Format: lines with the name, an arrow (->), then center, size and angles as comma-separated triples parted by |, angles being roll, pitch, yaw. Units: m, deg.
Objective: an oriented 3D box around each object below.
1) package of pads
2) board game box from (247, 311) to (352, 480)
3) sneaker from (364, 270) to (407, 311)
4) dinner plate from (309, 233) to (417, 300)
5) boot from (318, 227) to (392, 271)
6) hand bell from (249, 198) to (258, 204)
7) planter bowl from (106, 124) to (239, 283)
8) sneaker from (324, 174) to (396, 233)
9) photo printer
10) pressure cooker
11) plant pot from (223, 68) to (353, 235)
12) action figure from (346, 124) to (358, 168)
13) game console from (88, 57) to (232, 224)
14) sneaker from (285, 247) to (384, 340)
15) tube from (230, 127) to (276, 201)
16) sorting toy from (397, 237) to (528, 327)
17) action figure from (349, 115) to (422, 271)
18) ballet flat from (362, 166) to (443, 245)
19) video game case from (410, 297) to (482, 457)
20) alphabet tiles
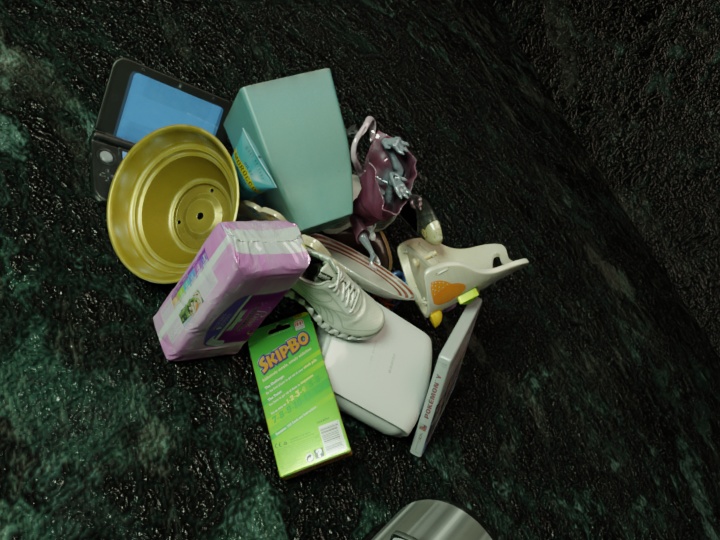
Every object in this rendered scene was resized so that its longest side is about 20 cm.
package of pads -> -0.157, 0.025, 0.811 | 0.118, 0.200, 0.077 | -2, 53, -46
board game box -> -0.084, 0.158, 0.871 | 0.030, 0.093, 0.205 | 81, -10, -63
sneaker -> 0.026, 0.054, 1.107 | 0.075, 0.078, 0.201 | 43, 33, -5
dinner plate -> 0.000, 0.000, 1.040 | 0.196, 0.025, 0.200 | 28, 10, -5
boot -> -0.046, -0.055, 1.167 | 0.164, 0.072, 0.203 | -26, 78, -44
hand bell -> -0.128, -0.076, 1.078 | 0.204, 0.103, 0.104 | 61, 33, -4
planter bowl -> -0.230, -0.080, 0.880 | 0.204, 0.198, 0.083 | 58, 10, 17
sneaker -> -0.030, -0.121, 1.133 | 0.196, 0.078, 0.101 | 4, 47, -46
photo printer -> 0.020, 0.139, 0.982 | 0.197, 0.069, 0.170 | 33, 60, -23
pressure cooker -> 0.062, 0.371, 0.737 | 0.179, 0.178, 0.198 | 57, 33, 10
plant pot -> -0.093, -0.157, 0.972 | 0.138, 0.141, 0.206 | -19, 88, -24
action figure -> -0.100, -0.209, 1.209 | 0.193, 0.102, 0.123 | -6, 85, -7
game console -> -0.273, -0.172, 0.954 | 0.196, 0.116, 0.180 | 14, 45, -40
sneaker -> -0.041, 0.027, 0.887 | 0.197, 0.080, 0.077 | 33, 57, -21
tube -> -0.149, -0.127, 0.876 | 0.050, 0.199, 0.078 | -38, 99, -18
sorting toy -> 0.169, 0.001, 1.067 | 0.200, 0.175, 0.110 | -123, -164, -74
action figure -> 0.014, -0.105, 1.015 | 0.148, 0.200, 0.135 | 37, 62, -3
ballet flat -> 0.067, -0.108, 1.103 | 0.056, 0.068, 0.201 | -24, 55, -26
video game case -> 0.136, 0.161, 1.047 | 0.022, 0.187, 0.200 | 20, 29, 14
alphabet tiles -> -0.112, -0.040, 0.963 | 0.196, 0.015, 0.196 | 22, -18, 35
